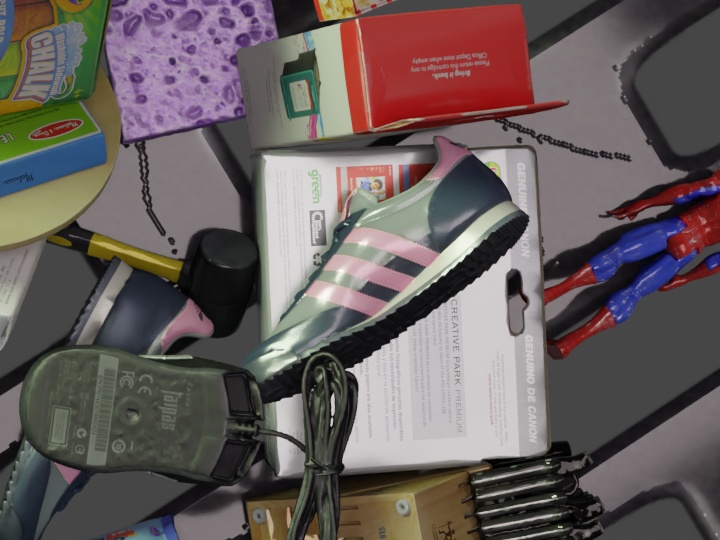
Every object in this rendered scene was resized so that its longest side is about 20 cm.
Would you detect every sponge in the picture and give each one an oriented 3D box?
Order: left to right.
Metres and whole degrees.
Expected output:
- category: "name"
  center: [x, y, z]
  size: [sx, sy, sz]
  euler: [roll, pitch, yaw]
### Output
- category: "sponge"
  center: [-0.115, -0.188, 1.370]
  size: [0.111, 0.030, 0.201]
  euler: [-11, 93, -8]

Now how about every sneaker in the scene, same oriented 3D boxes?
- category: "sneaker"
  center: [-0.159, 0.097, 1.328]
  size: [0.082, 0.070, 0.201]
  euler: [24, 101, -7]
- category: "sneaker"
  center: [0.000, 0.000, 1.299]
  size: [0.200, 0.070, 0.082]
  euler: [-35, 73, -3]

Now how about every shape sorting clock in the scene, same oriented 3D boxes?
- category: "shape sorting clock"
  center: [-0.239, -0.090, 1.272]
  size: [0.199, 0.039, 0.201]
  euler: [8, 49, -10]

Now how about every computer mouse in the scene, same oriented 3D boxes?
- category: "computer mouse"
  center: [-0.098, 0.115, 1.259]
  size: [0.199, 0.046, 0.141]
  euler: [2, 89, 9]

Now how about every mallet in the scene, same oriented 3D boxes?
- category: "mallet"
  center: [-0.158, -0.022, 1.354]
  size: [0.199, 0.041, 0.066]
  euler: [23, 129, -5]

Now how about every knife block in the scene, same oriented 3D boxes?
- category: "knife block"
  center: [0.051, 0.156, 1.397]
  size: [0.175, 0.199, 0.064]
  euler: [-13, 93, -53]

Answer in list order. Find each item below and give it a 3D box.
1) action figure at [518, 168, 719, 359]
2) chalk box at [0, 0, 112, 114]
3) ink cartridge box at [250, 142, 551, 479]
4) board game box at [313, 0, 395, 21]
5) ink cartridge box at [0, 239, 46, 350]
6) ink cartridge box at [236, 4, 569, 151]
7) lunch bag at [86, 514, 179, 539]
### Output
- category: "action figure"
  center: [0.197, -0.015, 1.411]
  size: [0.199, 0.052, 0.066]
  euler: [-29, 101, -11]
- category: "chalk box"
  center: [-0.214, -0.171, 1.238]
  size: [0.199, 0.125, 0.124]
  euler: [-13, 54, -24]
- category: "ink cartridge box"
  center: [0.024, 0.022, 1.369]
  size: [0.174, 0.084, 0.201]
  euler: [-2, 92, -8]
- category: "board game box"
  center: [0.019, -0.263, 1.264]
  size: [0.151, 0.046, 0.201]
  euler: [-22, 103, -28]
- category: "ink cartridge box"
  center: [-0.278, -0.055, 1.283]
  size: [0.199, 0.050, 0.161]
  euler: [22, 46, -9]
- category: "ink cartridge box"
  center: [0.022, -0.115, 1.293]
  size: [0.116, 0.200, 0.068]
  euler: [-9, 93, -29]
- category: "lunch bag"
  center: [-0.164, 0.222, 1.289]
  size: [0.150, 0.200, 0.095]
  euler: [-18, 94, -7]
